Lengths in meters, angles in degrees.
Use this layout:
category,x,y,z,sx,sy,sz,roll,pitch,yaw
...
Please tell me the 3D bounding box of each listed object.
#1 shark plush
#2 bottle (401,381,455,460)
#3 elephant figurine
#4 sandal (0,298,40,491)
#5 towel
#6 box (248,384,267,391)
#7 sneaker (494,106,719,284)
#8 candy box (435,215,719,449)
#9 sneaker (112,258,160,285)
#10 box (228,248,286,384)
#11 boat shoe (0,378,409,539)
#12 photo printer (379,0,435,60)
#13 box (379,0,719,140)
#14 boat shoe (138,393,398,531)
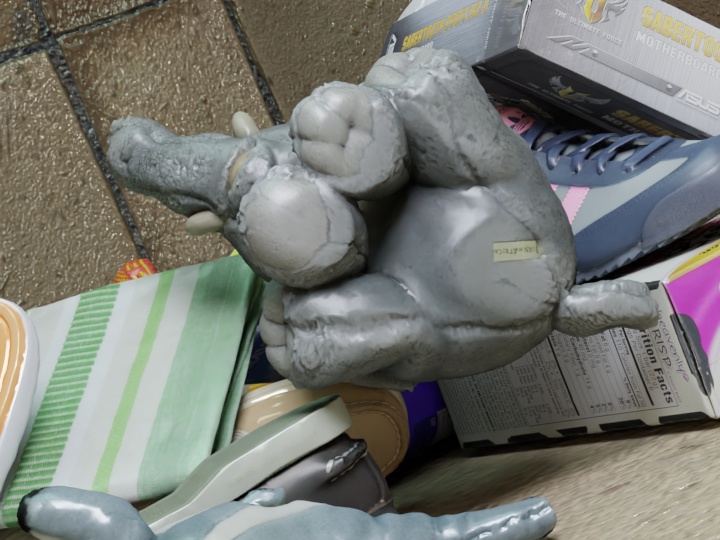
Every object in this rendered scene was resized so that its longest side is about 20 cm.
category,x,y,z,sx,sy,sz,roll,pitch,yaw
shark plush,-0.027,0.123,0.652,0.198,0.092,0.083,-3,16,-21
bottle,0.068,0.035,0.972,0.199,0.066,0.084,-25,-10,-21
elephant figurine,-0.003,-0.021,0.789,0.141,0.156,0.200,-27,8,-14
sandal,-0.189,0.099,0.768,0.078,0.209,0.059,0,-24,28
towel,-0.138,0.062,0.846,0.198,0.024,0.153,-14,34,20
box,0.023,0.049,1.326,0.118,0.042,0.200,-22,6,33
sneaker,0.084,-0.037,0.831,0.070,0.083,0.199,-29,6,-43
candy box,0.133,0.019,0.846,0.136,0.062,0.200,-25,4,-29
sneaker,-0.125,0.058,1.020,0.077,0.073,0.200,-26,-19,-22
box,0.000,0.000,0.969,0.199,0.048,0.122,0,-46,-54
boat shoe,-0.062,0.109,0.810,0.199,0.074,0.069,-27,28,-7
photo printer,0.100,-0.075,1.087,0.167,0.198,0.070,105,-173,-56
box,0.124,-0.072,0.893,0.198,0.049,0.158,21,-14,-19
boat shoe,-0.080,0.121,0.715,0.200,0.061,0.072,-31,4,-5
